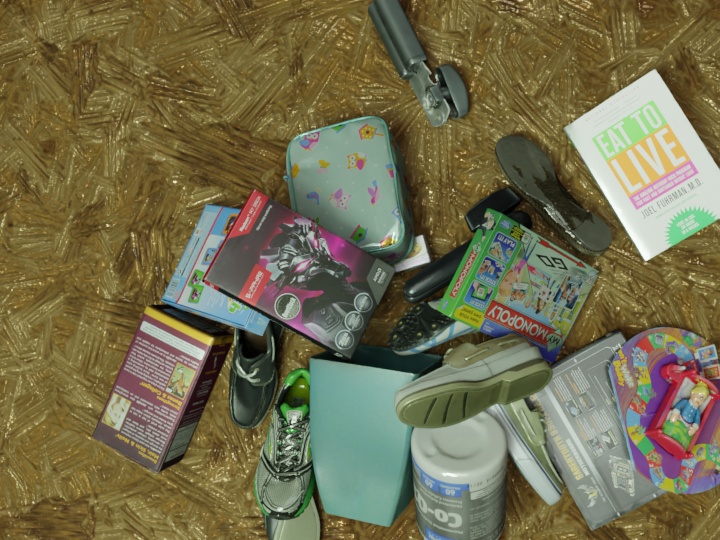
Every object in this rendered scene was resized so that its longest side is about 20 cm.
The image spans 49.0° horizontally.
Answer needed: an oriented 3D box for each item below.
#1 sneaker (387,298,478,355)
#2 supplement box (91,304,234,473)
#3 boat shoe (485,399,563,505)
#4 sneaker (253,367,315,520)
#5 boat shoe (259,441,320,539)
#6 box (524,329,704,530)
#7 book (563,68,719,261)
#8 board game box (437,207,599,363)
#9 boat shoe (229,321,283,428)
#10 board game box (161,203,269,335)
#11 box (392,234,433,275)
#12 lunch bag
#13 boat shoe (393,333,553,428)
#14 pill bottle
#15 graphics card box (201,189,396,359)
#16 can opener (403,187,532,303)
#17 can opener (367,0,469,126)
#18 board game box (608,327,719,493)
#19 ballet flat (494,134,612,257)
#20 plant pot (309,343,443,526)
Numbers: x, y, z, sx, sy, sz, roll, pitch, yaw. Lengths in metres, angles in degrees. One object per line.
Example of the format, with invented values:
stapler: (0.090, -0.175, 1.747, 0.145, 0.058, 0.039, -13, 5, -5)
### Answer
sneaker: (0.131, 0.062, 1.025, 0.199, 0.073, 0.072, -28, 38, 2)
supplement box: (-0.273, 0.161, 1.101, 0.110, 0.086, 0.201, 24, 93, 11)
boat shoe: (0.196, 0.191, 0.971, 0.062, 0.072, 0.201, -33, 87, -1)
sneaker: (-0.093, 0.216, 1.004, 0.077, 0.085, 0.201, 3, 54, 0)
boat shoe: (-0.102, 0.329, 1.081, 0.071, 0.067, 0.202, -7, 92, -33)
box: (0.310, 0.200, 1.003, 0.158, 0.048, 0.201, -31, 82, 10)
book: (0.368, -0.132, 1.009, 0.133, 0.048, 0.201, -32, 84, 13)
board game box: (0.199, 0.024, 0.974, 0.029, 0.199, 0.135, 30, 95, 54)
boat shoe: (-0.150, 0.122, 1.076, 0.071, 0.068, 0.202, 15, 101, 15)
board game box: (-0.169, -0.007, 1.043, 0.199, 0.037, 0.152, 11, 74, 46)
box: (0.000, 0.000, 1.076, 0.199, 0.039, 0.042, -17, 84, 10)
lunch bag: (-0.018, -0.098, 1.046, 0.159, 0.077, 0.201, -14, 69, 14)
boat shoe: (0.123, 0.127, 0.923, 0.199, 0.075, 0.069, -10, 47, -22)
pill bottle: (0.121, 0.271, 0.964, 0.113, 0.114, 0.201, 2, 126, 11)
graphics card box: (-0.072, 0.007, 0.943, 0.199, 0.051, 0.126, 30, 78, -6)
can opener: (0.139, -0.021, 1.031, 0.200, 0.063, 0.079, -39, 64, -1)
can opener: (0.081, -0.290, 1.073, 0.067, 0.053, 0.201, -22, 82, -23)
board game box: (0.390, 0.164, 0.949, 0.157, 0.039, 0.202, -6, 76, -16)
ballet flat: (0.246, -0.094, 1.030, 0.067, 0.046, 0.200, -39, 78, -16)
plant pot: (0.019, 0.209, 1.012, 0.140, 0.141, 0.202, 5, 95, 20)
